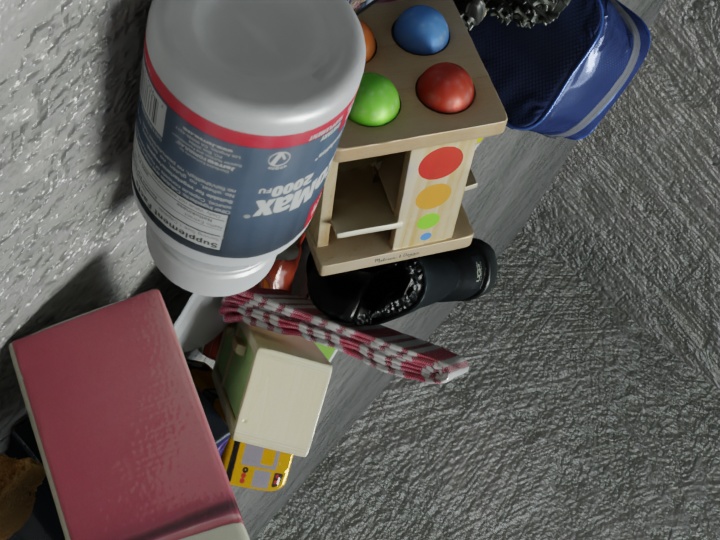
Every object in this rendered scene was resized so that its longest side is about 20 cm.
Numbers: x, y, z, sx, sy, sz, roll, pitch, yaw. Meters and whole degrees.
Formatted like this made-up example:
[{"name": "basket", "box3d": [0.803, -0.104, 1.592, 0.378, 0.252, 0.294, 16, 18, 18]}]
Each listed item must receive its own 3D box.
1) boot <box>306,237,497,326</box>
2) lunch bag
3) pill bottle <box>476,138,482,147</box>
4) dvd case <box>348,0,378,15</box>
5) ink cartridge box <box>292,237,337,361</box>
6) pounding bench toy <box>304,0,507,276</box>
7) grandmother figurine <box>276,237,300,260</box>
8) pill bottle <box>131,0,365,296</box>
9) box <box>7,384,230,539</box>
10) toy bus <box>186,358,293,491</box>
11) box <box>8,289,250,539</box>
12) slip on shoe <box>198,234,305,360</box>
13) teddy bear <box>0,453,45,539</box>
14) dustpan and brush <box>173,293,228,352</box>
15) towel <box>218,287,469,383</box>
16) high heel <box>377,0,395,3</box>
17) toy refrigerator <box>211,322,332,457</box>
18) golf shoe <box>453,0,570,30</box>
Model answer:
[{"name": "boot", "box3d": [0.000, 0.000, 0.934, 0.167, 0.197, 0.078, -5, 96, -58]}, {"name": "lunch bag", "box3d": [0.149, -0.216, 0.988, 0.131, 0.200, 0.137, 2, 131, -55]}, {"name": "pill bottle", "box3d": [0.040, -0.110, 1.070, 0.201, 0.114, 0.114, -57, 169, 26]}, {"name": "dvd case", "box3d": [0.051, -0.246, 0.695, 0.200, 0.017, 0.143, -46, 169, -40]}, {"name": "ink cartridge box", "box3d": [-0.045, 0.054, 1.137, 0.149, 0.075, 0.202, -58, -163, 33]}, {"name": "pounding bench toy", "box3d": [-0.017, -0.095, 0.782, 0.196, 0.126, 0.157, -11, 147, -14]}, {"name": "grandmother figurine", "box3d": [-0.015, -0.073, 0.969, 0.198, 0.061, 0.121, -31, 158, 8]}, {"name": "pill bottle", "box3d": [-0.074, -0.074, 0.652, 0.120, 0.119, 0.201, -45, 169, -33]}, {"name": "box", "box3d": [-0.211, 0.182, 0.920, 0.147, 0.104, 0.201, -33, 160, -38]}, {"name": "toy bus", "box3d": [-0.126, 0.139, 1.030, 0.200, 0.077, 0.066, -155, -101, -68]}, {"name": "box", "box3d": [-0.148, 0.138, 0.746, 0.107, 0.203, 0.128, -20, 160, -11]}, {"name": "slip on shoe", "box3d": [-0.088, 0.012, 1.070, 0.201, 0.061, 0.074, -56, 168, 14]}, {"name": "teddy bear", "box3d": [-0.287, 0.151, 0.666, 0.199, 0.066, 0.147, -32, 150, -47]}, {"name": "dustpan and brush", "box3d": [-0.129, 0.015, 0.947, 0.141, 0.057, 0.200, -61, 166, -12]}, {"name": "towel", "box3d": [-0.008, 0.057, 0.922, 0.146, 0.197, 0.030, 7, 102, -77]}, {"name": "high heel", "box3d": [0.021, -0.143, 0.912, 0.067, 0.095, 0.201, -41, 165, -46]}, {"name": "toy refrigerator", "box3d": [-0.083, 0.085, 0.934, 0.200, 0.069, 0.077, -141, -112, -75]}, {"name": "golf shoe", "box3d": [0.110, -0.234, 0.813, 0.095, 0.078, 0.200, -49, -156, -6]}]
